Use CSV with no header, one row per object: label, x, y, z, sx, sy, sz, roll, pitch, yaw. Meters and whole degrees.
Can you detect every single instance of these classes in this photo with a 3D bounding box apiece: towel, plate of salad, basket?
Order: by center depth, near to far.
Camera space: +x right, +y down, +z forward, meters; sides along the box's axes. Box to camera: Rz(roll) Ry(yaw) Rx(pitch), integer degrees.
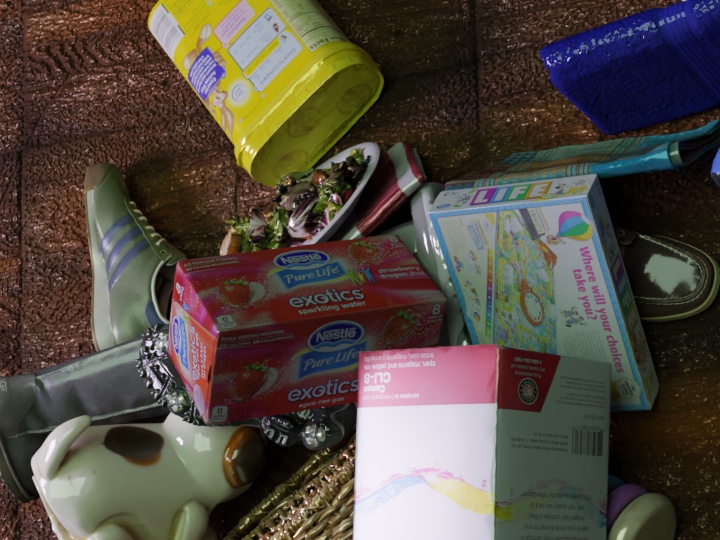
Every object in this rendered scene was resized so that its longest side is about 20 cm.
towel,0.257,-0.175,1.483,0.199,0.148,0.050,-17,62,25
towel,0.183,-0.089,1.508,0.199,0.147,0.022,-7,99,28
basket,-0.040,0.210,1.563,0.200,0.143,0.149,-41,64,15
towel,-0.025,-0.029,1.610,0.200,0.144,0.023,-43,102,8
plate of salad,-0.064,-0.047,1.620,0.200,0.200,0.048,-39,106,16

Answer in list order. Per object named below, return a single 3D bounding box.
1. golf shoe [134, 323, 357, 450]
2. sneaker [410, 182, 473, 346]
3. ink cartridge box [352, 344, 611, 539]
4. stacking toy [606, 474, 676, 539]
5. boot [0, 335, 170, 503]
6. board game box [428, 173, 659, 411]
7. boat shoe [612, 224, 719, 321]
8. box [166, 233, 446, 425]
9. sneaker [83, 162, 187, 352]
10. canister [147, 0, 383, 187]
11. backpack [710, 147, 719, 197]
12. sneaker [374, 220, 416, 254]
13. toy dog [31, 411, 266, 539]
golf shoe,-0.094,0.100,1.586,0.199,0.088,0.078,21,96,16
sneaker,0.060,0.028,1.562,0.082,0.075,0.201,-7,95,30
ink cartridge box,0.091,0.164,1.420,0.144,0.145,0.201,-5,79,41
stacking toy,0.151,0.181,1.509,0.200,0.085,0.086,25,92,36
boot,-0.241,0.131,1.718,0.199,0.182,0.073,-18,56,-4
board game box,0.147,0.024,1.491,0.134,0.034,0.201,-5,120,27
boat shoe,0.190,-0.007,1.525,0.199,0.072,0.073,16,87,30
box,-0.044,0.044,1.499,0.100,0.199,0.096,-125,36,-47
sneaker,-0.203,-0.011,1.750,0.089,0.067,0.201,-10,66,8
canister,-0.090,-0.198,1.709,0.149,0.086,0.200,-44,62,14
backpack,0.351,-0.077,1.379,0.162,0.200,0.168,27,93,31
sneaker,0.000,0.000,1.634,0.199,0.075,0.089,-29,27,7
toy dog,-0.178,0.169,1.631,0.199,0.195,0.140,-22,34,-14
